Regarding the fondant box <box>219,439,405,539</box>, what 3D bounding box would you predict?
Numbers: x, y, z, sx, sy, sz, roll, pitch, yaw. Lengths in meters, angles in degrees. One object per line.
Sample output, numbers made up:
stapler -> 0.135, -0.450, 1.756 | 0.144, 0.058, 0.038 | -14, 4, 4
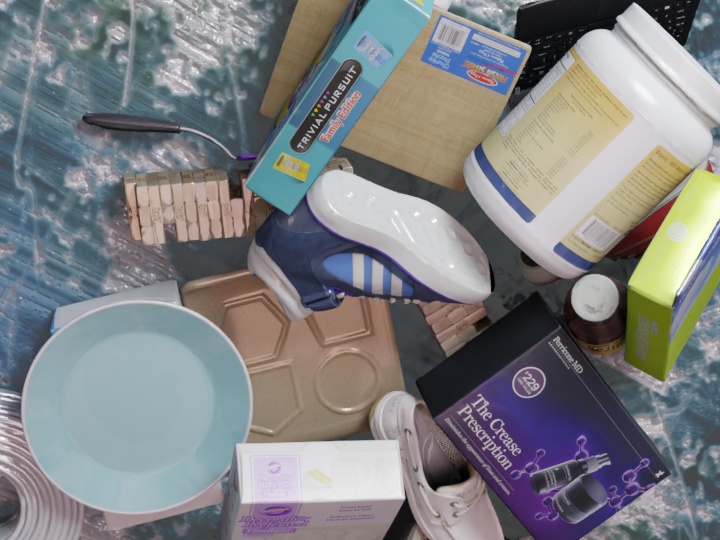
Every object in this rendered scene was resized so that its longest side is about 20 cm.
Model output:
fondant box -> -0.050, 0.218, 1.181 | 0.143, 0.059, 0.200 | 0, 149, -11

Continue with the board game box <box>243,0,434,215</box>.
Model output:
board game box -> -0.011, -0.161, 1.033 | 0.047, 0.151, 0.200 | 31, 120, -10

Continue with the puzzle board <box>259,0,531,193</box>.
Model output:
puzzle board -> 0.028, -0.166, 1.123 | 0.199, 0.017, 0.151 | 21, 121, -6

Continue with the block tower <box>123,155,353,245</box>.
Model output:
block tower -> -0.106, -0.062, 1.148 | 0.198, 0.054, 0.058 | -7, 109, -8

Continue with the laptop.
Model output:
laptop -> 0.229, -0.159, 1.152 | 0.176, 0.200, 0.104 | -16, 65, -6

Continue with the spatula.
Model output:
spatula -> -0.143, -0.115, 1.132 | 0.199, 0.057, 0.021 | 13, 91, -7

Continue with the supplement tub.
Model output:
supplement tub -> 0.199, -0.107, 1.082 | 0.144, 0.145, 0.200 | 38, 109, -19

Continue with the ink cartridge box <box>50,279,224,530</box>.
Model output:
ink cartridge box -> -0.199, 0.123, 1.179 | 0.115, 0.068, 0.201 | -13, 109, -6

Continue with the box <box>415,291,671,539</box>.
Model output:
box -> 0.167, 0.142, 1.179 | 0.141, 0.079, 0.200 | -38, 115, 5

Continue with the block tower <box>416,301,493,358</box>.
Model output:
block tower -> 0.095, 0.054, 1.214 | 0.058, 0.054, 0.201 | -30, 110, 1

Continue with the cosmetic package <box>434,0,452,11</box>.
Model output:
cosmetic package -> 0.003, -0.308, 1.083 | 0.199, 0.074, 0.102 | 25, 101, -19

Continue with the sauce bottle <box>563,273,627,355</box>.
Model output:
sauce bottle -> 0.213, 0.039, 1.165 | 0.066, 0.200, 0.067 | -2, 82, 14

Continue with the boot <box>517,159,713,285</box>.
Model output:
boot -> 0.254, -0.019, 1.217 | 0.199, 0.073, 0.145 | -32, 130, 4

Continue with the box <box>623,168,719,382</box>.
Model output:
box -> 0.269, 0.004, 1.090 | 0.047, 0.200, 0.122 | 27, 73, 20

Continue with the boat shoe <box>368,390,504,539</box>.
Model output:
boat shoe -> 0.083, 0.200, 1.213 | 0.071, 0.069, 0.201 | -44, 109, -28

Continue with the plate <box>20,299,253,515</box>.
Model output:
plate -> -0.193, 0.117, 1.129 | 0.199, 0.026, 0.202 | -3, 109, -10

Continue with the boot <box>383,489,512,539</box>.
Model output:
boot -> 0.075, 0.324, 1.276 | 0.150, 0.073, 0.201 | 30, 74, -21

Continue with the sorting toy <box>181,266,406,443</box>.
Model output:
sorting toy -> -0.058, 0.076, 1.213 | 0.184, 0.037, 0.201 | -14, 114, -6

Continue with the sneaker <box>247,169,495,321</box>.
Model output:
sneaker -> 0.000, 0.000, 1.127 | 0.199, 0.081, 0.146 | 25, 134, -27

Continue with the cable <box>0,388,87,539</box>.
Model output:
cable -> -0.345, 0.203, 1.176 | 0.199, 0.069, 0.201 | -25, 110, -2
